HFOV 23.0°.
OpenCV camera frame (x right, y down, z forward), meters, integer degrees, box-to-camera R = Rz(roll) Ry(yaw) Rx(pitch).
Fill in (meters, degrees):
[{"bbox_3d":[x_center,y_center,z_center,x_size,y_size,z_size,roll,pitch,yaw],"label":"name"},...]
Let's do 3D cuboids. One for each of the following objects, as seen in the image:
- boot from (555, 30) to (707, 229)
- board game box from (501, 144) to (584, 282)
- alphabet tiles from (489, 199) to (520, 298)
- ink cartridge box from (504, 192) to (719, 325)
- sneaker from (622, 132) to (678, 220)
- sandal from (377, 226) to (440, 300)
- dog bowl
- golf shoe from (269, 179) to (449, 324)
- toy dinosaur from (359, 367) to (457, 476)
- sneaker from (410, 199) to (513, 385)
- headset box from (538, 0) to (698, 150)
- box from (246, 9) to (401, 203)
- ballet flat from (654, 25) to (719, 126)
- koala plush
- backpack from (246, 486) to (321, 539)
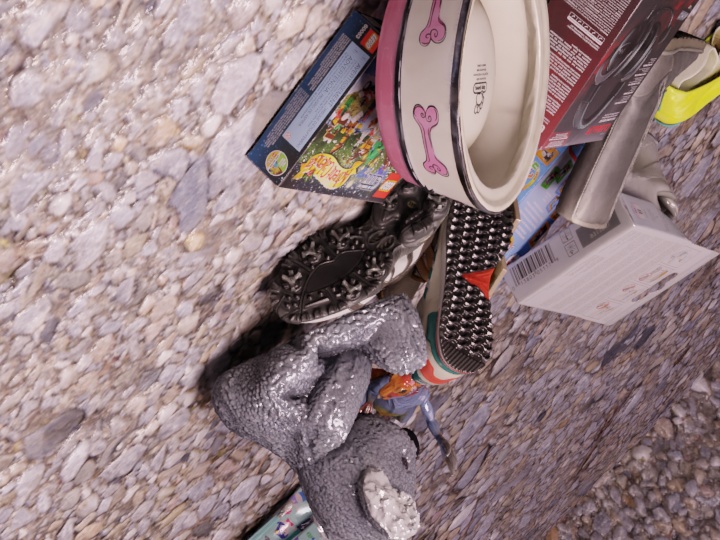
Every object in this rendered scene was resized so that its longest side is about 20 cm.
[{"bbox_3d":[0.269,-0.145,1.760,0.181,0.072,0.202,-13,121,-59],"label":"boot"},{"bbox_3d":[0.179,-0.076,1.840,0.200,0.037,0.151,-50,161,2],"label":"board game box"},{"bbox_3d":[0.102,-0.004,1.691,0.167,0.006,0.201,-92,-154,-52],"label":"alphabet tiles"},{"bbox_3d":[0.270,-0.009,1.895,0.162,0.058,0.199,-36,156,28],"label":"ink cartridge box"},{"bbox_3d":[0.309,-0.091,1.956,0.078,0.099,0.200,-51,180,30],"label":"sneaker"},{"bbox_3d":[0.074,-0.032,1.670,0.081,0.055,0.201,-20,147,-53],"label":"sandal"},{"bbox_3d":[0.075,-0.145,1.301,0.200,0.073,0.203,6,90,-67],"label":"dog bowl"},{"bbox_3d":[0.000,0.000,1.540,0.199,0.078,0.095,-35,158,-30],"label":"golf shoe"},{"bbox_3d":[0.022,0.115,1.713,0.104,0.202,0.182,2,143,-23],"label":"toy dinosaur"},{"bbox_3d":[0.080,0.012,1.590,0.093,0.070,0.202,-35,-141,52],"label":"sneaker"},{"bbox_3d":[0.209,-0.198,1.604,0.148,0.077,0.201,-13,140,-59],"label":"headset box"},{"bbox_3d":[0.007,-0.122,1.372,0.137,0.038,0.200,-53,160,14],"label":"box"},{"bbox_3d":[0.396,-0.234,1.967,0.199,0.067,0.067,-38,146,-24],"label":"ballet flat"},{"bbox_3d":[-0.019,0.153,1.546,0.182,0.202,0.177,-23,178,-26],"label":"koala plush"},{"bbox_3d":[-0.063,0.352,1.982,0.200,0.150,0.178,-50,160,-13],"label":"backpack"}]
